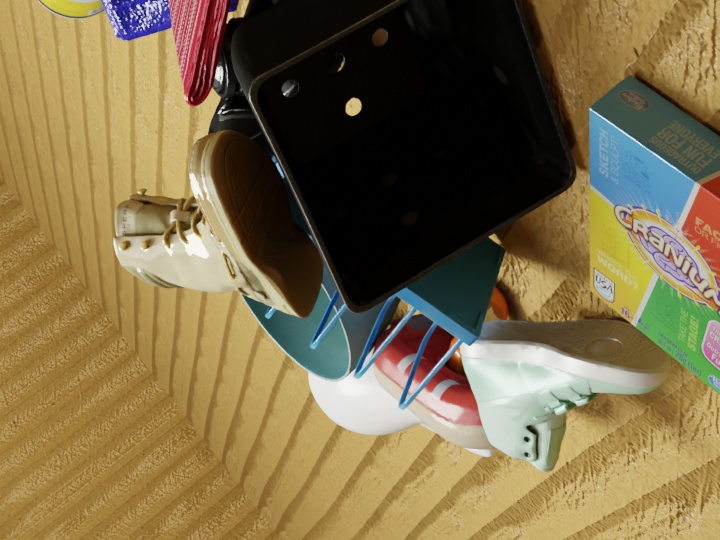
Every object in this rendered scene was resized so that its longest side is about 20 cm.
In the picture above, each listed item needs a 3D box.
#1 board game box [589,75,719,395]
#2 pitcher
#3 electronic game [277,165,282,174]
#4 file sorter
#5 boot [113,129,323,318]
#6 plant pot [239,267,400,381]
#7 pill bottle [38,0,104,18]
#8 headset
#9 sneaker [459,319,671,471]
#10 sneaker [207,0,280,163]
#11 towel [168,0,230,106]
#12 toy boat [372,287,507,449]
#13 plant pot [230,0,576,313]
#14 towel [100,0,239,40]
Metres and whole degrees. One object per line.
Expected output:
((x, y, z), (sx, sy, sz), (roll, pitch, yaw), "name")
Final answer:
((0.220, -0.014, 0.962), (0.153, 0.040, 0.201), (42, 159, 33), "board game box")
((0.048, 0.137, 1.560), (0.199, 0.122, 0.172), (4, 140, 49), "pitcher")
((-0.066, -0.049, 1.580), (0.200, 0.041, 0.201), (45, 154, 29), "electronic game")
((0.000, 0.000, 1.217), (0.199, 0.139, 0.123), (35, 124, -6), "file sorter")
((-0.126, -0.039, 1.081), (0.154, 0.073, 0.200), (10, 155, 25), "boot")
((-0.028, -0.011, 1.417), (0.200, 0.134, 0.201), (42, 153, 27), "plant pot")
((-0.292, -0.345, 1.517), (0.113, 0.112, 0.200), (55, 162, -6), "pill bottle")
((-0.073, -0.167, 1.180), (0.122, 0.203, 0.094), (14, 180, -21), "headset")
((0.175, 0.106, 1.167), (0.199, 0.073, 0.120), (3, 114, 46), "sneaker")
((-0.101, -0.170, 1.267), (0.075, 0.201, 0.088), (-1, 135, 13), "sneaker")
((-0.127, -0.239, 1.153), (0.201, 0.022, 0.146), (-107, 30, -53), "towel")
((0.106, 0.075, 1.326), (0.199, 0.129, 0.132), (34, 125, 45), "toy boat")
((0.011, -0.129, 1.058), (0.177, 0.198, 0.201), (47, 165, 55), "plant pot")
((-0.216, -0.318, 1.367), (0.146, 0.050, 0.201), (-9, 125, 26), "towel")
